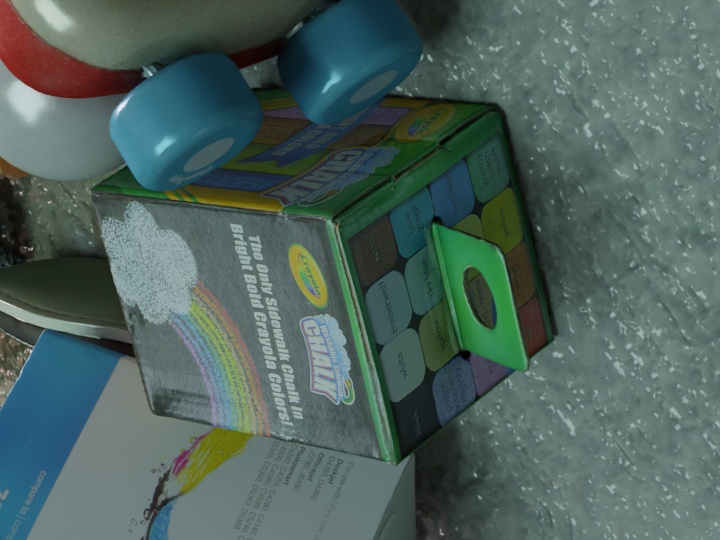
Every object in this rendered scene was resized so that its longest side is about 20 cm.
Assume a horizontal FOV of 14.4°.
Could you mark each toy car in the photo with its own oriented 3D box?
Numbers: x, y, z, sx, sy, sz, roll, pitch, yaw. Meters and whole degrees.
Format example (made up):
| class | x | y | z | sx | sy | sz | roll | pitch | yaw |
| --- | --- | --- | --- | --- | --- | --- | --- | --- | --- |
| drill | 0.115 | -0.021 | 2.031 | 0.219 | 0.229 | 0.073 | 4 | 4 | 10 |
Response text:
| class | x | y | z | sx | sy | sz | roll | pitch | yaw |
| --- | --- | --- | --- | --- | --- | --- | --- | --- | --- |
| toy car | -0.107 | -0.106 | 1.270 | 0.185 | 0.177 | 0.200 | 57 | 143 | 11 |

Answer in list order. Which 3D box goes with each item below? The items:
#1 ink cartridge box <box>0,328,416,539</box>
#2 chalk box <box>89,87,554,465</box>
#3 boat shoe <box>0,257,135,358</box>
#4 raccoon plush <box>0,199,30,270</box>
| class | x | y | z | sx | sy | sz | roll | pitch | yaw |
| --- | --- | --- | --- | --- | --- | --- | --- | --- | --- |
| ink cartridge box | -0.088 | 0.151 | 1.393 | 0.199 | 0.146 | 0.147 | 17 | 147 | 13 |
| chalk box | 0.000 | 0.000 | 1.282 | 0.200 | 0.124 | 0.125 | 8 | 122 | 40 |
| boat shoe | -0.116 | 0.039 | 1.461 | 0.201 | 0.072 | 0.061 | 12 | 121 | 36 |
| raccoon plush | -0.238 | -0.019 | 1.469 | 0.096 | 0.200 | 0.134 | -13 | 112 | 14 |
